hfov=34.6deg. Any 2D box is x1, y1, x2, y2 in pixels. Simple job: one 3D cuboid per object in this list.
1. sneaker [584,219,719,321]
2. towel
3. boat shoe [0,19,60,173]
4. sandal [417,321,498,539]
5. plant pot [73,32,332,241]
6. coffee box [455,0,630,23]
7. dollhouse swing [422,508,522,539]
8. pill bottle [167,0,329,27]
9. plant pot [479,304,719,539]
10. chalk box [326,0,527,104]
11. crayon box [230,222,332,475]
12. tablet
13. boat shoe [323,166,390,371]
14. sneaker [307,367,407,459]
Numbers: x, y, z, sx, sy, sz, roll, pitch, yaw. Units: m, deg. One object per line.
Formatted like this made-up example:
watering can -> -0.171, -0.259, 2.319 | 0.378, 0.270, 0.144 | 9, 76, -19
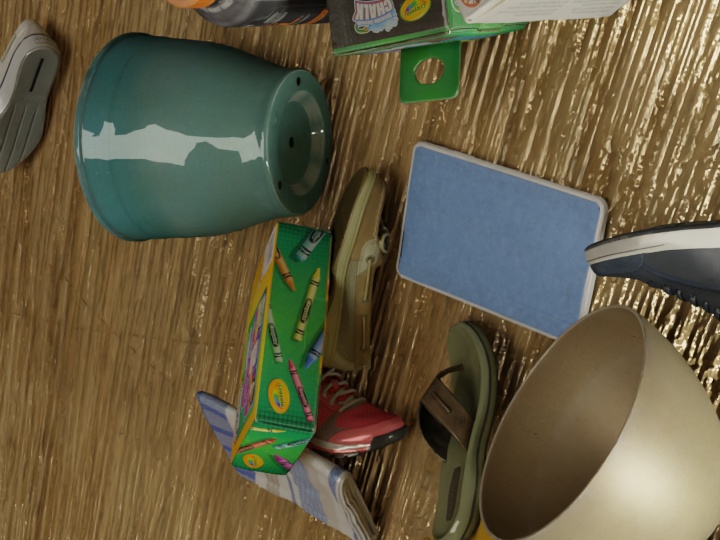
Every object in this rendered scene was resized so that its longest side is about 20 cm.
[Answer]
sneaker -> 0.262, 0.035, 0.855 | 0.200, 0.076, 0.148 | -3, 96, 40
towel -> -0.074, 0.203, 1.167 | 0.198, 0.024, 0.148 | 25, 151, 30
boat shoe -> -0.413, -0.209, 1.396 | 0.201, 0.073, 0.067 | -53, 48, 29
sandal -> 0.077, 0.134, 0.992 | 0.080, 0.057, 0.203 | 122, 159, -60
plant pot -> -0.135, -0.121, 1.094 | 0.186, 0.200, 0.203 | 5, 105, 24
coffee box -> 0.154, -0.308, 0.782 | 0.199, 0.198, 0.200 | -32, 79, 41
dollhouse swing -> 0.156, 0.316, 0.993 | 0.200, 0.173, 0.184 | 129, 150, -67
pill bottle -> -0.085, -0.265, 0.998 | 0.105, 0.199, 0.108 | 11, 108, 38
plant pot -> 0.201, 0.147, 0.883 | 0.134, 0.201, 0.201 | 32, 128, -13
chalk box -> 0.051, -0.240, 0.941 | 0.124, 0.123, 0.203 | -1, 101, 40
crayon box -> -0.073, 0.073, 1.076 | 0.119, 0.057, 0.202 | 120, 157, -58
tablet -> 0.117, -0.027, 1.007 | 0.198, 0.014, 0.132 | 22, 114, 34
boat shoe -> 0.000, 0.002, 1.090 | 0.073, 0.062, 0.203 | -108, 29, -69
sneaker -> -0.041, 0.128, 1.143 | 0.198, 0.073, 0.088 | 7, 104, 40
